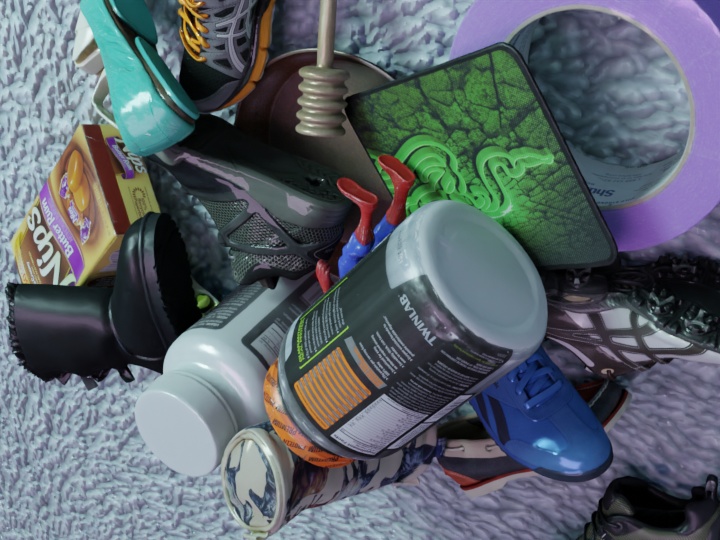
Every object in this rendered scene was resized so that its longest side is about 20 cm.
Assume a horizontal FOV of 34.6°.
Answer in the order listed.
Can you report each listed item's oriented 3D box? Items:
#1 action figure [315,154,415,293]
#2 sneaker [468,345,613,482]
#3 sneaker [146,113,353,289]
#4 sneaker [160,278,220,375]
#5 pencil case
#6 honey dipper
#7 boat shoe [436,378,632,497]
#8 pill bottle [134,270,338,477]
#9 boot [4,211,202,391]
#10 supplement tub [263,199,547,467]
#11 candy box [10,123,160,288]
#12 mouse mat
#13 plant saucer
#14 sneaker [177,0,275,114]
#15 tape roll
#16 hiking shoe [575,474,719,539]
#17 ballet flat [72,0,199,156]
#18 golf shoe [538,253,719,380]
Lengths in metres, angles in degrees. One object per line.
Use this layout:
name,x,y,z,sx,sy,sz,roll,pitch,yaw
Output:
action figure,0.000,0.000,0.888,0.052,0.065,0.201,35,142,25
sneaker,0.111,0.073,0.856,0.200,0.066,0.079,48,156,43
sneaker,-0.106,-0.053,0.921,0.198,0.076,0.115,26,124,12
sneaker,-0.152,0.068,1.079,0.200,0.075,0.076,50,135,-5
pencil case,-0.021,0.148,0.909,0.078,0.199,0.090,-22,82,43
honey dipper,-0.020,-0.196,0.815,0.038,0.038,0.202,14,108,27
boat shoe,0.131,0.126,0.930,0.063,0.071,0.200,52,138,-2
pill bottle,-0.092,0.077,0.957,0.110,0.200,0.111,18,128,25
boot,-0.224,0.028,0.985,0.161,0.074,0.199,3,139,9
supplement tub,0.024,0.052,0.806,0.123,0.123,0.200,48,129,-2
candy box,-0.256,-0.029,1.066,0.200,0.056,0.117,-45,58,44
mouse mat,0.075,-0.065,0.794,0.200,0.008,0.162,-6,118,58
plant saucer,-0.009,-0.083,0.909,0.199,0.034,0.202,17,126,24
sneaker,-0.104,-0.201,0.853,0.078,0.077,0.201,51,134,29
tape roll,0.158,-0.115,0.752,0.199,0.066,0.201,18,128,24
hiking shoe,0.211,0.213,0.937,0.199,0.076,0.101,-19,99,31
ballet flat,-0.187,-0.164,0.890,0.070,0.067,0.201,-35,55,10
golf shoe,0.205,0.037,0.822,0.199,0.078,0.095,22,137,32
